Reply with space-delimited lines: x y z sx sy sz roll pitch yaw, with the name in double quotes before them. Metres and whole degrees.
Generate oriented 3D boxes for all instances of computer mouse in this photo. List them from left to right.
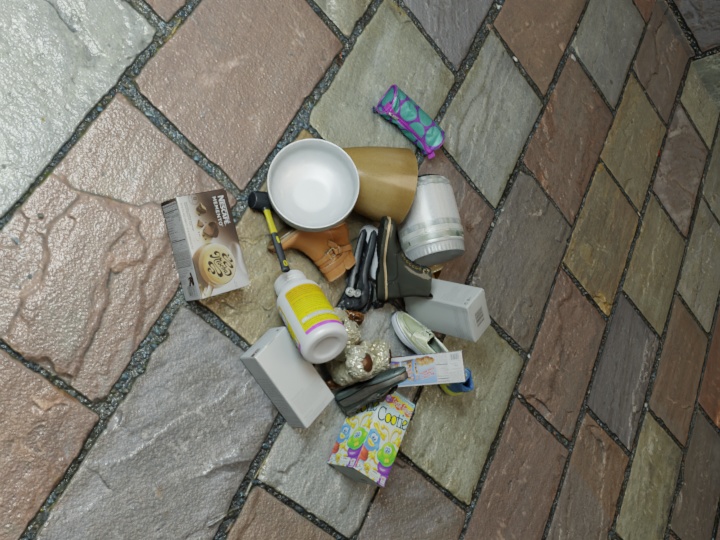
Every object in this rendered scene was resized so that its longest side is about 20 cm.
"computer mouse" 0.049 -0.016 1.670 0.109 0.044 0.202 -23 99 -38

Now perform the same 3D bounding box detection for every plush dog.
"plush dog" -0.039 0.166 1.536 0.200 0.159 0.173 1 67 -67

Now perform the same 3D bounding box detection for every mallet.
"mallet" -0.176 -0.084 1.446 0.065 0.041 0.201 -5 61 -43

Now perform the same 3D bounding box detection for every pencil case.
"pencil case" 0.129 -0.381 1.757 0.199 0.085 0.093 35 48 -31

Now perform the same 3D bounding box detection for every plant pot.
"plant pot" 0.005 -0.213 1.587 0.198 0.186 0.188 11 77 -22

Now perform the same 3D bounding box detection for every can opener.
"can opener" 0.000 0.000 1.618 0.079 0.063 0.202 27 68 -73

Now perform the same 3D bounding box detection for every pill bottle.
"pill bottle" -0.111 0.090 1.427 0.104 0.105 0.201 5 37 -39

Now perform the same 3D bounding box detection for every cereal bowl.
"cereal bowl" -0.103 -0.173 1.462 0.198 0.083 0.202 3 74 -9

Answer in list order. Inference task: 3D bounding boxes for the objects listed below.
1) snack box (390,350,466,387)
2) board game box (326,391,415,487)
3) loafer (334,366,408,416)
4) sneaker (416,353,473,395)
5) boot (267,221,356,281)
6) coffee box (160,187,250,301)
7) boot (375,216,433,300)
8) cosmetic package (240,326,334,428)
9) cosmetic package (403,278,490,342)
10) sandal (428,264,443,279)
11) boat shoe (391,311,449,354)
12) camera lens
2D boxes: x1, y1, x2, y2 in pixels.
"snack box" 0.149 0.236 1.632 0.024 0.198 0.073 -7 89 -72
"board game box" 0.026 0.372 1.562 0.103 0.104 0.201 40 61 -28
"loafer" 0.032 0.269 1.520 0.072 0.199 0.063 -25 89 -57
"sneaker" 0.225 0.237 1.744 0.200 0.105 0.076 52 56 -23
"boot" -0.100 -0.042 1.528 0.199 0.073 0.156 -30 111 -25
"coffee box" -0.306 -0.052 1.354 0.112 0.079 0.202 -16 95 -39
"boot" 0.107 -0.028 1.596 0.137 0.078 0.202 0 115 -5
"cosmetic package" -0.154 0.228 1.453 0.102 0.074 0.201 -44 109 -34
"cosmetic package" 0.208 0.091 1.676 0.081 0.199 0.114 -42 130 -32
"sandal" 0.190 0.007 1.768 0.077 0.069 0.214 -27 102 -39
"boat shoe" 0.158 0.171 1.677 0.200 0.062 0.072 48 42 10
"camera lens" 0.165 -0.125 1.686 0.159 0.159 0.202 -2 73 -40
